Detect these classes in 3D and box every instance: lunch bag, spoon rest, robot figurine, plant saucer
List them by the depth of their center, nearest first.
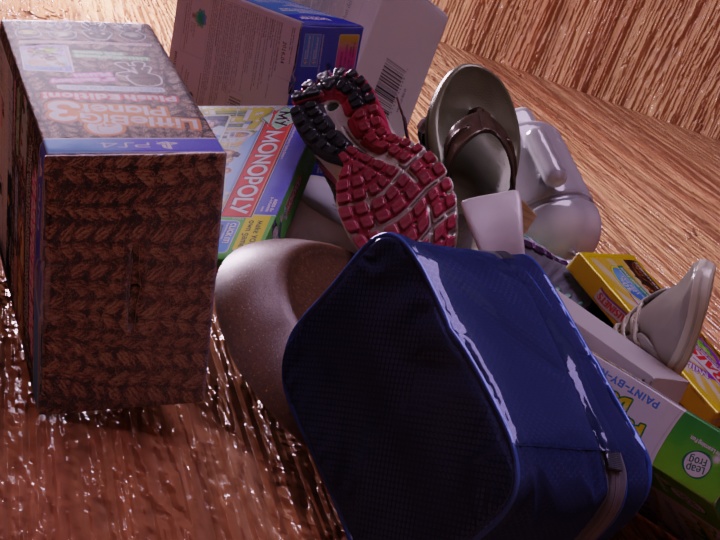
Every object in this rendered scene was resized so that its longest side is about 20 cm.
[{"bbox_3d":[0.065,0.086,0.767,0.132,0.136,0.201,4,50,-43],"label":"lunch bag"},{"bbox_3d":[-0.002,0.048,0.902,0.200,0.037,0.201,32,31,-22],"label":"plant saucer"},{"bbox_3d":[0.103,0.038,0.975,0.099,0.201,0.061,-11,45,4],"label":"spoon rest"},{"bbox_3d":[0.176,-0.072,1.438,0.112,0.170,0.201,-15,61,-11],"label":"robot figurine"}]

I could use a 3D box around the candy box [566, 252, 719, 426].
[{"bbox_3d":[0.279,0.061,1.282,0.102,0.026,0.200,0,45,-48],"label":"candy box"}]

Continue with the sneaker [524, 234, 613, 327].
[{"bbox_3d":[0.170,0.019,1.295,0.199,0.075,0.088,10,25,-38],"label":"sneaker"}]

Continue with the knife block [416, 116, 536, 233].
[{"bbox_3d":[0.059,-0.079,1.188,0.175,0.064,0.200,41,-6,-38],"label":"knife block"}]

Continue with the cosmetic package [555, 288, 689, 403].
[{"bbox_3d":[0.156,0.070,1.090,0.050,0.083,0.200,7,22,-40],"label":"cosmetic package"}]

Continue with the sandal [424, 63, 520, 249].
[{"bbox_3d":[0.089,-0.071,1.040,0.079,0.057,0.202,19,56,-17],"label":"sandal"}]

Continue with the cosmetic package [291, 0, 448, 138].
[{"bbox_3d":[-0.054,-0.198,1.375,0.199,0.200,0.123,19,-2,34],"label":"cosmetic package"}]

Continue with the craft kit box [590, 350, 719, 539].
[{"bbox_3d":[0.167,0.109,0.894,0.197,0.049,0.200,29,-11,31],"label":"craft kit box"}]

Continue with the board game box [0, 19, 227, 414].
[{"bbox_3d":[-0.155,-0.039,0.833,0.096,0.160,0.200,-3,31,-20],"label":"board game box"}]

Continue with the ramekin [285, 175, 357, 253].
[{"bbox_3d":[0.000,0.000,1.090,0.201,0.095,0.202,20,17,-6],"label":"ramekin"}]

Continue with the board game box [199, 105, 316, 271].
[{"bbox_3d":[-0.111,-0.058,1.031,0.134,0.029,0.200,1,37,14],"label":"board game box"}]

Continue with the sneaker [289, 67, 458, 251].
[{"bbox_3d":[0.019,-0.061,0.992,0.200,0.080,0.075,64,2,40],"label":"sneaker"}]

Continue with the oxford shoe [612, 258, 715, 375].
[{"bbox_3d":[0.225,0.054,1.091,0.057,0.200,0.075,24,59,5],"label":"oxford shoe"}]

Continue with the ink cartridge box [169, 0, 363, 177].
[{"bbox_3d":[-0.077,-0.159,1.188,0.076,0.137,0.200,-6,26,-42],"label":"ink cartridge box"}]
